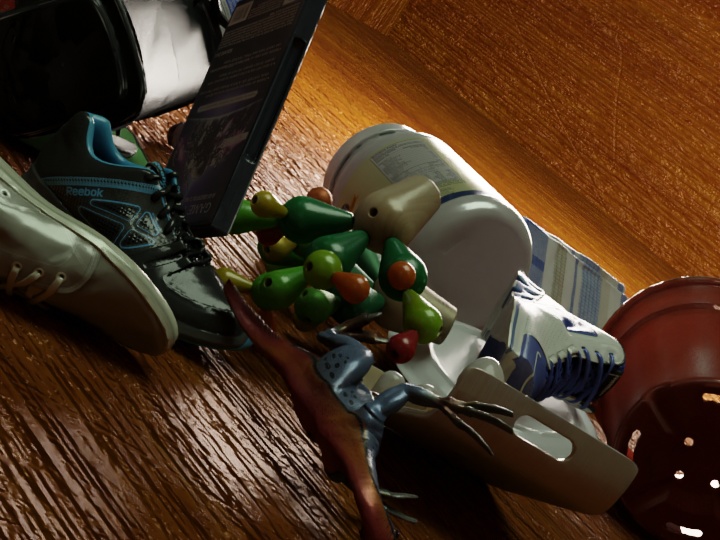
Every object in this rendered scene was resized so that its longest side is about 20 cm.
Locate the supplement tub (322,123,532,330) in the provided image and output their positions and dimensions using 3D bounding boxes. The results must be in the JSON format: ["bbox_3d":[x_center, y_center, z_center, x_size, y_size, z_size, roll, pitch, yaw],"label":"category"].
[{"bbox_3d":[0.058,-0.043,1.501,0.144,0.146,0.200,25,15,-37],"label":"supplement tub"}]

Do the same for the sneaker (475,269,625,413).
[{"bbox_3d":[0.156,0.070,1.264,0.114,0.081,0.200,28,21,1],"label":"sneaker"}]

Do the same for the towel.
[{"bbox_3d":[0.208,0.046,1.615,0.024,0.148,0.199,-12,-31,40],"label":"towel"}]

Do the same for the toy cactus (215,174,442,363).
[{"bbox_3d":[-0.003,-0.008,1.107,0.199,0.103,0.165,21,43,38],"label":"toy cactus"}]

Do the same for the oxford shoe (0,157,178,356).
[{"bbox_3d":[-0.194,-0.008,0.921,0.200,0.075,0.058,40,52,-16],"label":"oxford shoe"}]

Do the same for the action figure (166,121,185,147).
[{"bbox_3d":[-0.123,-0.127,1.417,0.069,0.131,0.200,20,7,-15],"label":"action figure"}]

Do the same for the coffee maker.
[{"bbox_3d":[-0.188,-0.182,1.247,0.135,0.192,0.200,50,14,-2],"label":"coffee maker"}]

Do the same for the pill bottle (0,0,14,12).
[{"bbox_3d":[-0.269,-0.246,1.502,0.199,0.109,0.109,27,14,-33],"label":"pill bottle"}]

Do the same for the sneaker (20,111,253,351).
[{"bbox_3d":[-0.141,-0.024,1.051,0.200,0.082,0.073,39,10,11],"label":"sneaker"}]

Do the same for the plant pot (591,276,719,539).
[{"bbox_3d":[0.292,0.129,1.366,0.200,0.201,0.195,34,19,0],"label":"plant pot"}]

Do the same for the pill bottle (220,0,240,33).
[{"bbox_3d":[-0.163,-0.224,1.446,0.112,0.113,0.199,39,44,21],"label":"pill bottle"}]

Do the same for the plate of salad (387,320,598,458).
[{"bbox_3d":[0.105,0.105,1.297,0.199,0.048,0.200,25,23,-11],"label":"plate of salad"}]

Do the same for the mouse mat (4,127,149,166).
[{"bbox_3d":[-0.237,-0.113,1.316,0.160,0.008,0.200,27,14,-30],"label":"mouse mat"}]

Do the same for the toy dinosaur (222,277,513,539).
[{"bbox_3d":[-0.015,0.103,0.941,0.198,0.106,0.182,14,22,5],"label":"toy dinosaur"}]

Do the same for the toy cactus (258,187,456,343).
[{"bbox_3d":[0.000,0.000,1.247,0.164,0.103,0.200,26,10,-7],"label":"toy cactus"}]

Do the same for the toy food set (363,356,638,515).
[{"bbox_3d":[0.081,0.100,1.087,0.143,0.061,0.200,31,-11,-20],"label":"toy food set"}]

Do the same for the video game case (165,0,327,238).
[{"bbox_3d":[-0.092,-0.115,1.146,0.019,0.201,0.143,27,-14,-25],"label":"video game case"}]
